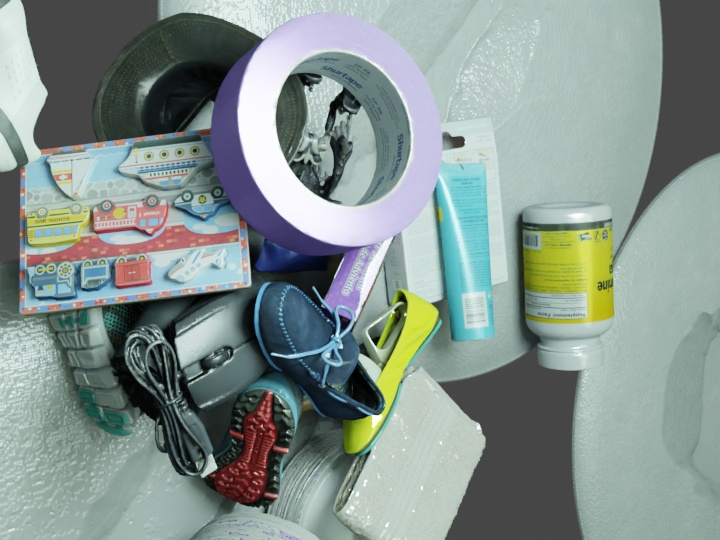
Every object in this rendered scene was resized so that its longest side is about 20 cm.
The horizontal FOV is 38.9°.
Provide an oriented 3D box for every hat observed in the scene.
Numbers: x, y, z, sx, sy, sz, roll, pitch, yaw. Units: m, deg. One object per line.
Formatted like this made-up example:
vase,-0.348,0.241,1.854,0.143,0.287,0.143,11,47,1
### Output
hat,-0.144,-0.138,0.960,0.198,0.081,0.203,-1,76,3

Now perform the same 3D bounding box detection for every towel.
towel,0.057,0.208,1.056,0.133,0.034,0.201,45,50,-19

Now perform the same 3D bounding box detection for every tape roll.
tape roll,-0.027,-0.116,0.890,0.198,0.065,0.203,5,80,-29

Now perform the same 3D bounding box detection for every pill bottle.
pill bottle,0.263,0.018,1.287,0.111,0.112,0.203,-9,100,-36

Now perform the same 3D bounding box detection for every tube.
tube,0.121,-0.022,1.163,0.077,0.050,0.203,-6,93,-41

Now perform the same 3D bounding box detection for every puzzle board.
puzzle board,-0.198,-0.046,0.882,0.197,0.017,0.153,-7,72,0

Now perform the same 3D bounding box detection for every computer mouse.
computer mouse,-0.113,0.069,0.881,0.200,0.052,0.140,-50,126,-53

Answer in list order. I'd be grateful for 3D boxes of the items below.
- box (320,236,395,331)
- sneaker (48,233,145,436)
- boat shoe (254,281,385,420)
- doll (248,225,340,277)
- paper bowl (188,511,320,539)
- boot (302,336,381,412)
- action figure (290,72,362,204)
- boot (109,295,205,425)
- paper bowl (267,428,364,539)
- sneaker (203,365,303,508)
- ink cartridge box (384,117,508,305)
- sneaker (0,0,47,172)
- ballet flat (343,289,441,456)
box,0.000,0.000,1.041,0.039,0.200,0.138,23,78,1
sneaker,-0.231,0.047,0.949,0.091,0.077,0.202,-33,118,-48
boat shoe,-0.028,0.070,0.919,0.200,0.068,0.085,51,48,-53
doll,-0.112,-0.029,1.016,0.198,0.049,0.137,7,125,-26
paper bowl,-0.095,0.331,1.000,0.104,0.198,0.203,-44,124,-63
boot,-0.019,0.135,1.112,0.198,0.073,0.076,-16,110,-38
action figure,-0.055,-0.134,1.027,0.117,0.201,0.103,16,45,-13
boot,-0.147,0.075,0.954,0.201,0.076,0.170,59,40,-47
paper bowl,0.005,0.280,1.111,0.199,0.104,0.204,-3,95,-38
sneaker,-0.093,0.157,1.008,0.079,0.201,0.096,26,43,-2
ink cartridge box,0.095,-0.070,1.195,0.159,0.047,0.203,-13,99,-35
sneaker,-0.308,-0.181,0.866,0.079,0.073,0.203,-1,101,-48
ballet flat,0.018,0.098,1.060,0.067,0.067,0.201,45,53,-15
